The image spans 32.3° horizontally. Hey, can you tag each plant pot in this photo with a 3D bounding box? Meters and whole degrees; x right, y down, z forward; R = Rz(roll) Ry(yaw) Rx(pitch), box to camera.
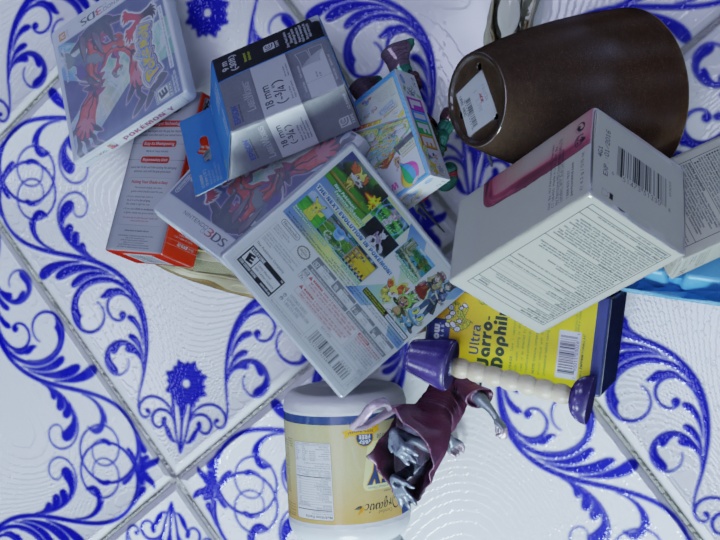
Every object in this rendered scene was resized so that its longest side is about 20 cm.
[{"bbox_3d":[0.194,-0.173,1.259,0.186,0.199,0.189,15,107,56],"label":"plant pot"}]

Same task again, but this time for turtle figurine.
[{"bbox_3d":[0.071,-0.152,1.403,0.149,0.101,0.201,-35,76,18],"label":"turtle figurine"}]

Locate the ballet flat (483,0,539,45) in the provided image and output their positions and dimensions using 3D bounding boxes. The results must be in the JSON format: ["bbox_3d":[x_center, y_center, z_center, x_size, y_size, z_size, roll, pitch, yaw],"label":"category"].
[{"bbox_3d":[0.176,-0.325,1.364,0.069,0.069,0.202,12,98,19],"label":"ballet flat"}]

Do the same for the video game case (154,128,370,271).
[{"bbox_3d":[-0.113,-0.102,1.377,0.200,0.023,0.182,-48,48,-10],"label":"video game case"}]

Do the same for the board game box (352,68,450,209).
[{"bbox_3d":[-0.001,-0.110,1.375,0.200,0.034,0.135,-34,62,35],"label":"board game box"}]

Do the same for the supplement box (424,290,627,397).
[{"bbox_3d":[0.181,0.063,1.368,0.198,0.109,0.110,8,97,19],"label":"supplement box"}]

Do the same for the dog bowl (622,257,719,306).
[{"bbox_3d":[0.338,-0.020,1.318,0.198,0.050,0.112,9,76,15],"label":"dog bowl"}]

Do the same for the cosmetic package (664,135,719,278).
[{"bbox_3d":[0.384,-0.083,1.258,0.199,0.071,0.106,-23,73,-3],"label":"cosmetic package"}]

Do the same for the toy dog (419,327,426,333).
[{"bbox_3d":[0.000,0.000,1.437,0.132,0.096,0.200,-40,81,18],"label":"toy dog"}]

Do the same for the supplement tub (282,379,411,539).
[{"bbox_3d":[-0.015,0.234,1.435,0.143,0.144,0.202,-2,94,20],"label":"supplement tub"}]

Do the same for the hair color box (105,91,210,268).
[{"bbox_3d":[-0.229,-0.109,1.488,0.101,0.061,0.202,5,77,37],"label":"hair color box"}]

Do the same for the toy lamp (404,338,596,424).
[{"bbox_3d":[0.144,0.111,1.299,0.198,0.058,0.059,11,98,18],"label":"toy lamp"}]

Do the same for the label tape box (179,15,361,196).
[{"bbox_3d":[-0.113,-0.184,1.371,0.199,0.063,0.145,-23,44,3],"label":"label tape box"}]

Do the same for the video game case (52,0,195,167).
[{"bbox_3d":[-0.292,-0.251,1.514,0.181,0.023,0.201,-28,63,23],"label":"video game case"}]

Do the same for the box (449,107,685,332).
[{"bbox_3d":[0.199,-0.043,1.206,0.127,0.110,0.200,29,141,-25],"label":"box"}]

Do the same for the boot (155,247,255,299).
[{"bbox_3d":[-0.168,-0.059,1.510,0.199,0.073,0.157,16,93,30],"label":"boot"}]

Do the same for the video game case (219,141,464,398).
[{"bbox_3d":[-0.015,0.001,1.302,0.182,0.022,0.200,-40,100,-2],"label":"video game case"}]

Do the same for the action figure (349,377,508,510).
[{"bbox_3d":[0.077,0.161,1.381,0.149,0.200,0.134,41,137,-4],"label":"action figure"}]
